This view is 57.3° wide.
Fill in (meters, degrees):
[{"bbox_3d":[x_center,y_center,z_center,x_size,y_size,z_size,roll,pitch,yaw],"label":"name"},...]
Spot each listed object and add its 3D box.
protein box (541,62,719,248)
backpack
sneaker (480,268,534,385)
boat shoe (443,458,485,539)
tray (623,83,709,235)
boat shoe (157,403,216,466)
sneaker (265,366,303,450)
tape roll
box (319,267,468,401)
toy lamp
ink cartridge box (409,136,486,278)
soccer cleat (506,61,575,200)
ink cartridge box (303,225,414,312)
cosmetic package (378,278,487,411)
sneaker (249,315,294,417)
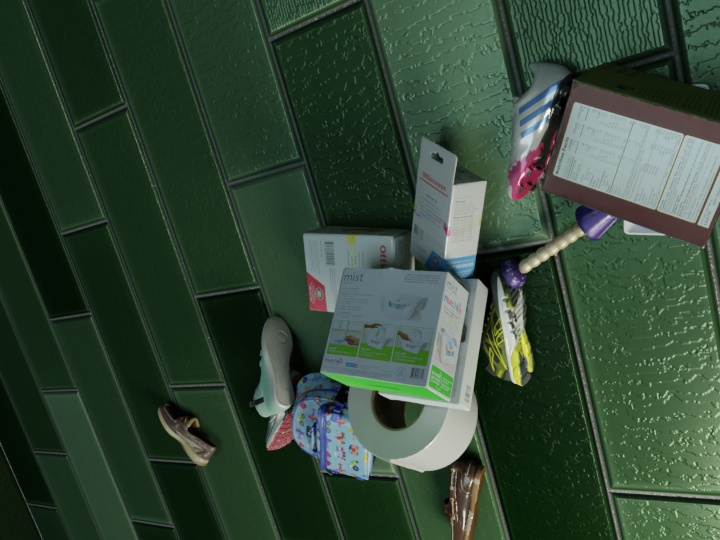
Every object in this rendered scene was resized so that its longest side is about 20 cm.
[{"bbox_3d":[0.356,-0.153,0.814,0.196,0.198,0.138,24,121,22],"label":"protein box"},{"bbox_3d":[-0.055,0.307,1.327,0.194,0.135,0.188,13,118,13],"label":"backpack"},{"bbox_3d":[0.233,0.098,1.108,0.083,0.074,0.206,-1,106,39],"label":"sneaker"},{"bbox_3d":[0.197,0.458,1.286,0.068,0.070,0.207,11,107,21],"label":"boat shoe"},{"bbox_3d":[0.421,-0.150,0.912,0.105,0.022,0.206,5,112,33],"label":"tray"},{"bbox_3d":[-0.445,0.408,1.702,0.199,0.072,0.072,43,97,24],"label":"boat shoe"},{"bbox_3d":[-0.170,0.308,1.466,0.074,0.079,0.205,32,112,36],"label":"sneaker"},{"bbox_3d":[0.093,0.238,1.161,0.198,0.139,0.209,-13,64,27],"label":"tape roll"},{"bbox_3d":[0.053,0.095,1.040,0.195,0.096,0.182,1,69,34],"label":"box"},{"bbox_3d":[0.305,-0.043,1.013,0.199,0.058,0.059,-37,88,39],"label":"toy lamp"},{"bbox_3d":[0.140,-0.103,1.058,0.115,0.066,0.206,-134,42,-54],"label":"ink cartridge box"},{"bbox_3d":[0.253,-0.209,0.980,0.086,0.069,0.204,39,125,33],"label":"soccer cleat"},{"bbox_3d":[0.000,0.000,1.208,0.195,0.083,0.150,5,105,32],"label":"ink cartridge box"},{"bbox_3d":[0.119,0.115,1.081,0.147,0.051,0.206,-1,69,35],"label":"cosmetic package"},{"bbox_3d":[-0.197,0.207,1.400,0.118,0.072,0.206,-36,52,45],"label":"sneaker"}]
